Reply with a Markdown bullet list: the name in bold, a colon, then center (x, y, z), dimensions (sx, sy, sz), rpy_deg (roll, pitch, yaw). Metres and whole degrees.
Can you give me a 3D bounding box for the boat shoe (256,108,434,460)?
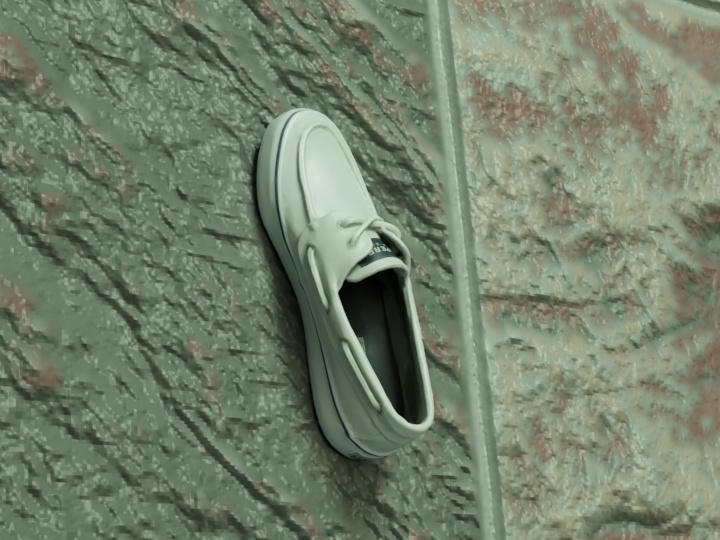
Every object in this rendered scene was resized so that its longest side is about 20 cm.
- **boat shoe**: center (0.000, 0.000, 0.876), dimensions (0.073, 0.065, 0.202), rpy_deg (-10, 79, -40)
